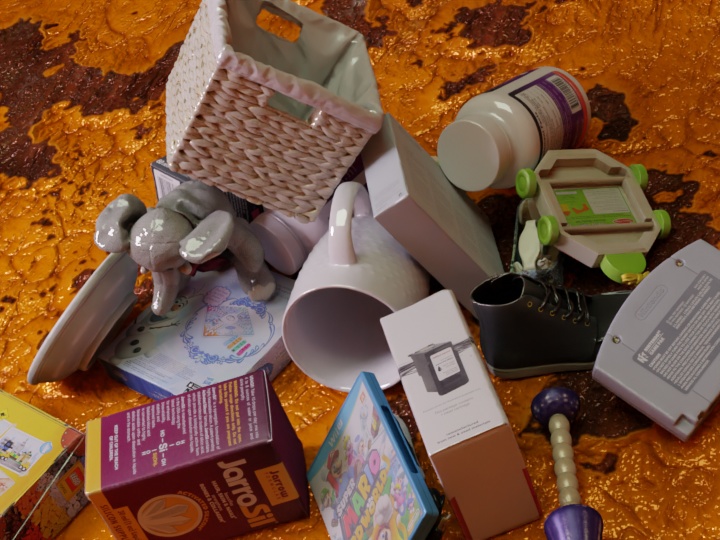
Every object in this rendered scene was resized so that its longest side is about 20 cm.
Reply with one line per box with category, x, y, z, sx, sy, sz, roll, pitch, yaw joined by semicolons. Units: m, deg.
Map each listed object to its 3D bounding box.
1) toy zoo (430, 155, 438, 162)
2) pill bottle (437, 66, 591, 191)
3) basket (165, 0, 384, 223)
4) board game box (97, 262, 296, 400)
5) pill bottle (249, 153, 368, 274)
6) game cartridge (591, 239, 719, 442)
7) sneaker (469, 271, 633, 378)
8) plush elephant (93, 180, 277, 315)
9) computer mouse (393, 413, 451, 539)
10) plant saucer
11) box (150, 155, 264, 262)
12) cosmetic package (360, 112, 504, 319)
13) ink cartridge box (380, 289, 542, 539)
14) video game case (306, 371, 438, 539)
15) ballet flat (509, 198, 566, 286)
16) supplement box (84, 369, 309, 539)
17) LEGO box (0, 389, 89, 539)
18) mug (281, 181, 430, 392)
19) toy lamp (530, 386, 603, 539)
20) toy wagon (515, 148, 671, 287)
toy zoo;0.042;-0.066;1.885;0.130;0.021;0.201;8;49;31
pill bottle;0.174;-0.159;1.807;0.111;0.113;0.199;12;26;33
basket;-0.102;-0.190;1.709;0.161;0.197;0.201;-56;26;29
board game box;-0.167;0.075;1.806;0.199;0.044;0.199;20;56;39
pill bottle;-0.036;-0.088;1.841;0.112;0.113;0.200;25;59;41
game cartridge;0.325;0.064;1.573;0.133;0.041;0.200;36;63;17
sneaker;0.215;0.044;1.621;0.198;0.107;0.075;-16;40;7
plush elephant;-0.199;-0.026;1.734;0.163;0.202;0.155;11;33;24
computer mouse;0.030;0.214;1.536;0.043;0.110;0.200;11;27;-22
plant saucer;-0.307;0.060;1.817;0.050;0.200;0.201;36;57;0
box;-0.137;-0.105;1.908;0.199;0.107;0.122;-29;39;-33
cosmetic package;0.081;-0.058;1.721;0.051;0.200;0.152;-32;37;20
ink cartridge box;0.097;0.140;1.538;0.083;0.146;0.201;-23;40;2
video game case;0.007;0.215;1.517;0.018;0.144;0.201;11;31;-28
ballet flat;0.201;-0.042;1.753;0.073;0.075;0.201;-9;42;15
supplement box;-0.166;0.202;1.600;0.198;0.132;0.104;-17;41;6
LEGO box;-0.398;0.221;1.722;0.199;0.078;0.149;20;55;39
mug;0.000;0.000;1.696;0.146;0.201;0.176;-1;37;16
toy lamp;0.196;0.200;1.499;0.058;0.059;0.201;-14;40;9
toy wagon;0.261;-0.053;1.715;0.154;0.040;0.201;-3;52;-21
